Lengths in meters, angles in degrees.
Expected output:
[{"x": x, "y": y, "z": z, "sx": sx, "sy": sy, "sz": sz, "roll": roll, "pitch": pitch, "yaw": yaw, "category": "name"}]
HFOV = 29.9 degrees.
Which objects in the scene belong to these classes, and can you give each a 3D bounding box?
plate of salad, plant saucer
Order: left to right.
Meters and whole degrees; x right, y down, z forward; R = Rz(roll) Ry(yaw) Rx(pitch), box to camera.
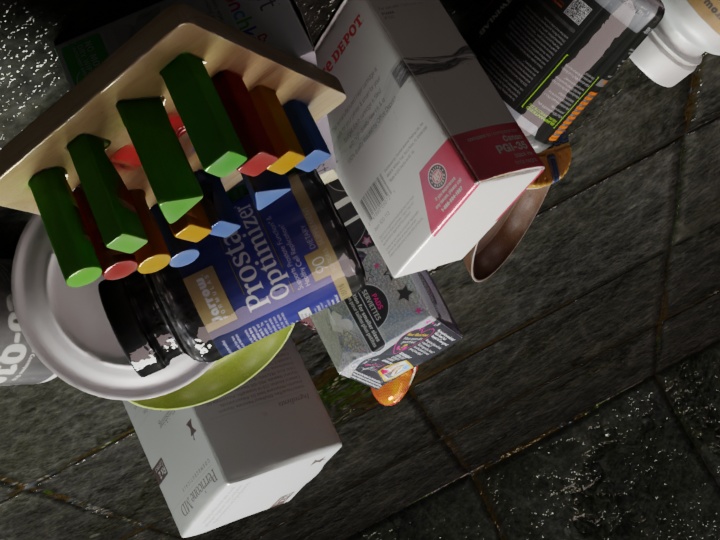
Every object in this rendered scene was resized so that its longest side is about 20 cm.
[{"x": -0.198, "y": 0.010, "z": 1.162, "sx": 0.199, "sy": 0.201, "sz": 0.048, "roll": -23, "pitch": -178, "yaw": -11, "category": "plate of salad"}, {"x": -0.152, "y": 0.050, "z": 1.282, "sx": 0.199, "sy": 0.031, "sz": 0.201, "roll": -22, "pitch": 140, "yaw": -20, "category": "plant saucer"}, {"x": 0.166, "y": -0.083, "z": 1.521, "sx": 0.201, "sy": 0.034, "sz": 0.201, "roll": -50, "pitch": 160, "yaw": -26, "category": "plant saucer"}]

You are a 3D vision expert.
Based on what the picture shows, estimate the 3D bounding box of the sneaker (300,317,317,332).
[{"x": -0.067, "y": 0.037, "z": 1.556, "sx": 0.115, "sy": 0.076, "sz": 0.200, "roll": -13, "pitch": 145, "yaw": 9, "category": "sneaker"}]

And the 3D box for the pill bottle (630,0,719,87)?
[{"x": 0.340, "y": -0.269, "z": 1.270, "sx": 0.114, "sy": 0.115, "sz": 0.200, "roll": -3, "pitch": 149, "yaw": -50, "category": "pill bottle"}]

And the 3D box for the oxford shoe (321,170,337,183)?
[{"x": -0.079, "y": -0.062, "z": 1.296, "sx": 0.199, "sy": 0.074, "sz": 0.071, "roll": -28, "pitch": 161, "yaw": 0, "category": "oxford shoe"}]

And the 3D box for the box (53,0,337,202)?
[{"x": -0.120, "y": -0.126, "z": 1.056, "sx": 0.175, "sy": 0.097, "sz": 0.200, "roll": -23, "pitch": 159, "yaw": -6, "category": "box"}]

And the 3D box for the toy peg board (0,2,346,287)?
[{"x": -0.121, "y": -0.061, "z": 0.936, "sx": 0.199, "sy": 0.098, "sz": 0.199, "roll": -34, "pitch": 157, "yaw": 22, "category": "toy peg board"}]

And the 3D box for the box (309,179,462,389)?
[{"x": 0.000, "y": 0.000, "z": 1.367, "sx": 0.114, "sy": 0.201, "sz": 0.132, "roll": -32, "pitch": 160, "yaw": 9, "category": "box"}]

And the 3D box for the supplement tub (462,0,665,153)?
[{"x": 0.155, "y": -0.188, "z": 1.166, "sx": 0.200, "sy": 0.123, "sz": 0.122, "roll": -49, "pitch": 154, "yaw": 19, "category": "supplement tub"}]

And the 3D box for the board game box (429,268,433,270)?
[{"x": 0.051, "y": -0.008, "z": 1.677, "sx": 0.199, "sy": 0.026, "sz": 0.200, "roll": -32, "pitch": 160, "yaw": 12, "category": "board game box"}]

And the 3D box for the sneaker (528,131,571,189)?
[{"x": 0.115, "y": -0.101, "z": 1.298, "sx": 0.199, "sy": 0.076, "sz": 0.088, "roll": -17, "pitch": -178, "yaw": -37, "category": "sneaker"}]

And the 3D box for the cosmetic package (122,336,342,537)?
[{"x": -0.156, "y": 0.177, "z": 1.605, "sx": 0.164, "sy": 0.201, "sz": 0.165, "roll": -13, "pitch": 156, "yaw": -35, "category": "cosmetic package"}]

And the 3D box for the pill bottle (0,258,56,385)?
[{"x": -0.319, "y": 0.045, "z": 1.194, "sx": 0.113, "sy": 0.114, "sz": 0.199, "roll": -38, "pitch": 159, "yaw": 27, "category": "pill bottle"}]

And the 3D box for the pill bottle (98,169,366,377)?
[{"x": -0.104, "y": 0.006, "z": 1.094, "sx": 0.199, "sy": 0.112, "sz": 0.112, "roll": -26, "pitch": 161, "yaw": -3, "category": "pill bottle"}]

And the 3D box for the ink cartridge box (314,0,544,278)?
[{"x": 0.042, "y": -0.120, "z": 1.126, "sx": 0.082, "sy": 0.201, "sz": 0.147, "roll": -15, "pitch": 157, "yaw": -37, "category": "ink cartridge box"}]

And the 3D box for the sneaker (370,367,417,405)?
[{"x": 0.026, "y": 0.059, "z": 1.561, "sx": 0.073, "sy": 0.202, "sz": 0.077, "roll": 9, "pitch": -167, "yaw": 37, "category": "sneaker"}]
